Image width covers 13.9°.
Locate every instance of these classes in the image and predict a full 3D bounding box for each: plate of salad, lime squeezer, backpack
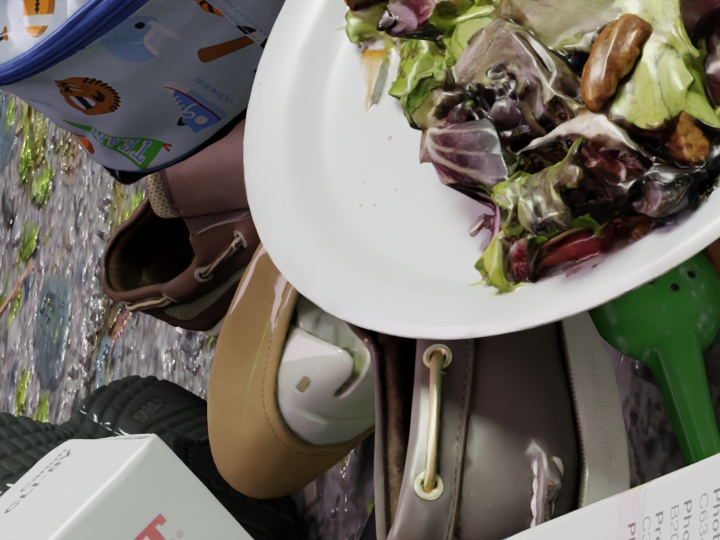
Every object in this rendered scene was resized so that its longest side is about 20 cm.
[{"bbox_3d":[0.048,-0.072,0.750,0.200,0.048,0.200,-22,45,24],"label":"plate of salad"},{"bbox_3d":[0.075,0.014,0.808,0.200,0.038,0.071,-125,15,-61],"label":"lime squeezer"},{"bbox_3d":[-0.059,-0.131,0.922,0.191,0.154,0.200,-47,33,24],"label":"backpack"}]

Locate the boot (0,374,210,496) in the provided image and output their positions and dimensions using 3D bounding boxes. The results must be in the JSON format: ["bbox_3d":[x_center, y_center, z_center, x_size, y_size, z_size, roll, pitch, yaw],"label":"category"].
[{"bbox_3d":[-0.124,0.120,1.103,0.070,0.200,0.132,30,111,30],"label":"boot"}]

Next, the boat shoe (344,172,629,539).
[{"bbox_3d":[0.022,0.001,0.792,0.072,0.059,0.200,113,155,-47],"label":"boat shoe"}]

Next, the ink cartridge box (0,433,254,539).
[{"bbox_3d":[-0.050,0.162,0.769,0.145,0.200,0.083,-44,10,-19],"label":"ink cartridge box"}]

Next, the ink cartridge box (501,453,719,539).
[{"bbox_3d":[0.106,0.105,0.538,0.200,0.128,0.125,146,129,-64],"label":"ink cartridge box"}]

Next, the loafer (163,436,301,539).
[{"bbox_3d":[-0.054,0.122,1.005,0.200,0.073,0.071,-86,22,-76],"label":"loafer"}]

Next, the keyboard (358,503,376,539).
[{"bbox_3d":[0.019,0.106,0.903,0.200,0.021,0.127,111,164,-45],"label":"keyboard"}]

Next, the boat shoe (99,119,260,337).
[{"bbox_3d":[-0.041,-0.029,1.058,0.202,0.075,0.075,129,144,-54],"label":"boat shoe"}]

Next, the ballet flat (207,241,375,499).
[{"bbox_3d":[0.000,0.000,0.957,0.063,0.069,0.200,46,127,48],"label":"ballet flat"}]
